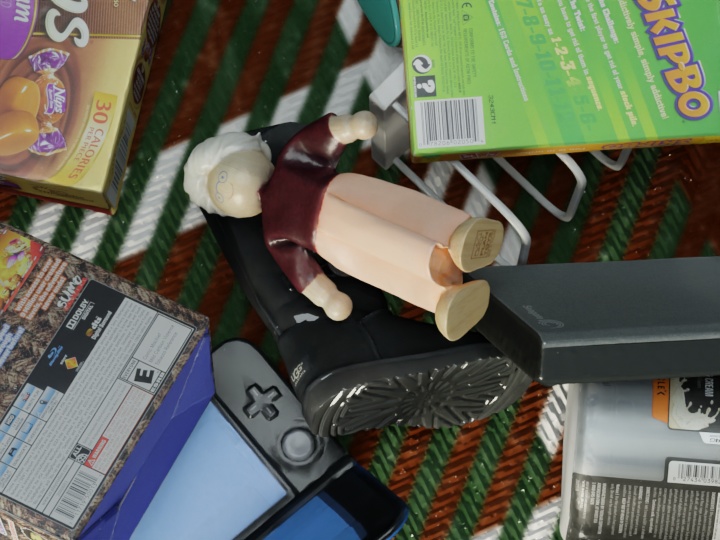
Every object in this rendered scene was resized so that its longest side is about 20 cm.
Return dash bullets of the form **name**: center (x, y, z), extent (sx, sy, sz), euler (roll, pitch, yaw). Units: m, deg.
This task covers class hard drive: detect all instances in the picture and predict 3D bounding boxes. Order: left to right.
- **hard drive**: center (0.171, 0.027, 1.507), extent (0.200, 0.140, 0.033), euler (-3, 108, -17)

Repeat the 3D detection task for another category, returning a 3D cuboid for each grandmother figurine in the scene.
- **grandmother figurine**: center (-0.016, -0.034, 1.484), extent (0.200, 0.061, 0.121), euler (20, 98, 30)

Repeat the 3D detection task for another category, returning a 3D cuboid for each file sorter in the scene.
- **file sorter**: center (0.118, -0.115, 1.569), extent (0.125, 0.139, 0.200), euler (43, 82, 9)

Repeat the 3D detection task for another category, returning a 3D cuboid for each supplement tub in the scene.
- **supplement tub**: center (0.218, 0.107, 1.517), extent (0.200, 0.123, 0.123), euler (4, 76, 2)

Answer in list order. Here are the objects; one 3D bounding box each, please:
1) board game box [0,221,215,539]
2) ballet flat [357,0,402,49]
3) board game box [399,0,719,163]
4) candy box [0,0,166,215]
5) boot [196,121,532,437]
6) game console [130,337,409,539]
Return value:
- **board game box**: center (-0.208, 0.071, 1.511), extent (0.200, 0.097, 0.160), euler (25, 64, 12)
- **ballet flat**: center (0.006, -0.235, 1.644), extent (0.069, 0.069, 0.200), euler (-27, 76, -4)
- **board game box**: center (0.125, -0.116, 1.487), extent (0.200, 0.030, 0.096), euler (-4, 82, 0)
- **candy box**: center (-0.188, -0.145, 1.629), extent (0.117, 0.056, 0.200), euler (12, 78, 5)
- **boot**: center (-0.001, 0.000, 1.579), extent (0.165, 0.066, 0.200), euler (-1, 49, -37)
- **game console**: center (-0.096, 0.149, 1.521), extent (0.200, 0.118, 0.171), euler (-39, 78, -8)
